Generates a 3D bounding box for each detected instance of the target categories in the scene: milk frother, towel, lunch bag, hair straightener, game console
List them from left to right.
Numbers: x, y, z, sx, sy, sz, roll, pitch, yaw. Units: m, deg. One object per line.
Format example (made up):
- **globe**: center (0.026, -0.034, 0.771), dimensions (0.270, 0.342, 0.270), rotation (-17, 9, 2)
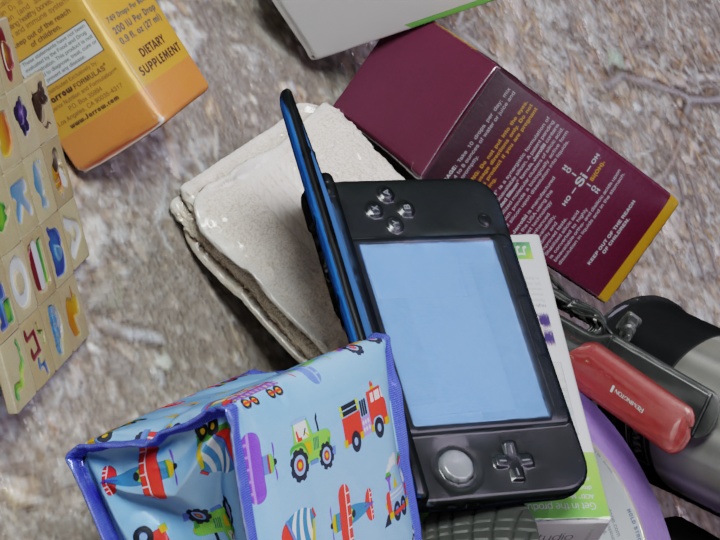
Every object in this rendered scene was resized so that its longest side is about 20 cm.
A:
- **lunch bag**: center (-0.026, 0.147, 1.065), dimensions (0.150, 0.094, 0.201), rotation (-21, 93, -60)
- **towel**: center (0.000, 0.000, 1.324), dimensions (0.200, 0.035, 0.132), rotation (45, 53, 9)
- **game console**: center (0.039, 0.013, 1.237), dimensions (0.170, 0.118, 0.201), rotation (-3, 61, -26)
- **hair straightener**: center (0.140, 0.046, 1.476), dimensions (0.200, 0.041, 0.077), rotation (29, 27, 29)
- **milk frother**: center (0.272, 0.103, 1.540), dimensions (0.200, 0.188, 0.181), rotation (-30, 122, -25)

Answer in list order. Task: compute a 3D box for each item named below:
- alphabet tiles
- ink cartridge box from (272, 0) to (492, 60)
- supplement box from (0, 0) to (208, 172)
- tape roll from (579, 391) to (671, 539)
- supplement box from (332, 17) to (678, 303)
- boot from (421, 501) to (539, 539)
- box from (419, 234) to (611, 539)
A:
- **alphabet tiles**: center (-0.168, -0.030, 1.130), dimensions (0.200, 0.006, 0.167), rotation (-60, 138, -73)
- **ink cartridge box**: center (0.012, -0.251, 1.484), dimensions (0.084, 0.145, 0.201), rotation (53, 25, -52)
- **supplement box**: center (-0.167, -0.157, 1.254), dimensions (0.200, 0.069, 0.067), rotation (56, 30, -8)
- **tape roll**: center (0.110, 0.165, 1.420), dimensions (0.200, 0.066, 0.201), rotation (35, 40, -37)
- **supplement box**: center (0.094, -0.073, 1.511), dimensions (0.200, 0.086, 0.110), rotation (31, 7, -42)
- **boot**: center (0.064, 0.219, 1.216), dimensions (0.200, 0.067, 0.131), rotation (-90, 175, -56)
- **box**: center (0.051, 0.066, 1.347), dimensions (0.144, 0.036, 0.201), rotation (1, 52, -16)
